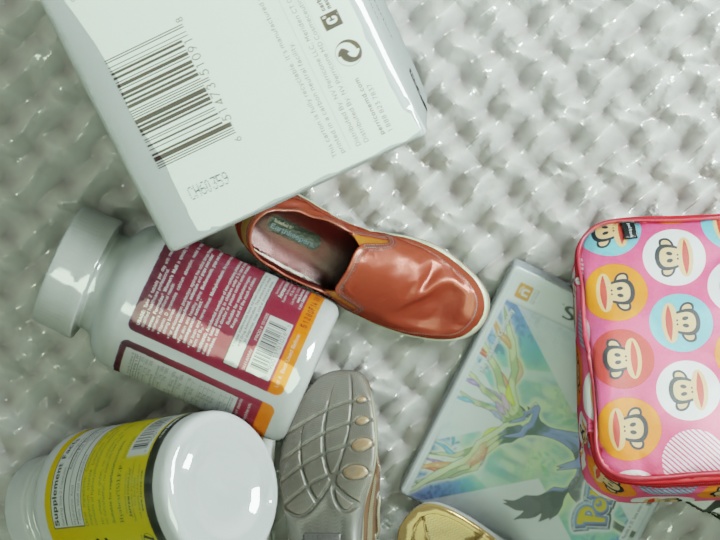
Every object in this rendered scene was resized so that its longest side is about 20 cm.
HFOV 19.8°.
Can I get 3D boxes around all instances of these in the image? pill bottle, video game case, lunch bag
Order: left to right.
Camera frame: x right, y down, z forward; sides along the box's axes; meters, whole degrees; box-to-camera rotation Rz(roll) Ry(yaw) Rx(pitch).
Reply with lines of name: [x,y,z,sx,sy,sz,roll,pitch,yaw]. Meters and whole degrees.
pill bottle: [-0.164,0.165,1.485,0.199,0.111,0.112,-11,109,43]
pill bottle: [-0.125,0.035,1.480,0.199,0.110,0.110,24,106,0]
video game case: [0.152,0.116,1.540,0.182,0.022,0.201,25,106,-5]
lunch bag: [0.238,0.062,1.448,0.175,0.082,0.201,-2,70,-1]

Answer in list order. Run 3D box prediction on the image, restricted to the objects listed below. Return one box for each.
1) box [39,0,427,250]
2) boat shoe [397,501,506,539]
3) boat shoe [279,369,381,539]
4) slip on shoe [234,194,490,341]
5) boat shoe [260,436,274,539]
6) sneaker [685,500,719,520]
box: [-0.081,-0.151,1.415,0.199,0.131,0.200,-25,104,8]
boat shoe: [0.103,0.238,1.552,0.200,0.069,0.071,43,102,-15]
boat shoe: [-0.019,0.175,1.535,0.075,0.072,0.201,5,84,15]
slip on shoe: [0.000,0.000,1.493,0.199,0.061,0.074,25,104,-6]
boat shoe: [-0.099,0.203,1.550,0.069,0.071,0.201,15,94,-44]
sneaker: [0.293,0.157,1.512,0.200,0.074,0.080,32,90,-22]
